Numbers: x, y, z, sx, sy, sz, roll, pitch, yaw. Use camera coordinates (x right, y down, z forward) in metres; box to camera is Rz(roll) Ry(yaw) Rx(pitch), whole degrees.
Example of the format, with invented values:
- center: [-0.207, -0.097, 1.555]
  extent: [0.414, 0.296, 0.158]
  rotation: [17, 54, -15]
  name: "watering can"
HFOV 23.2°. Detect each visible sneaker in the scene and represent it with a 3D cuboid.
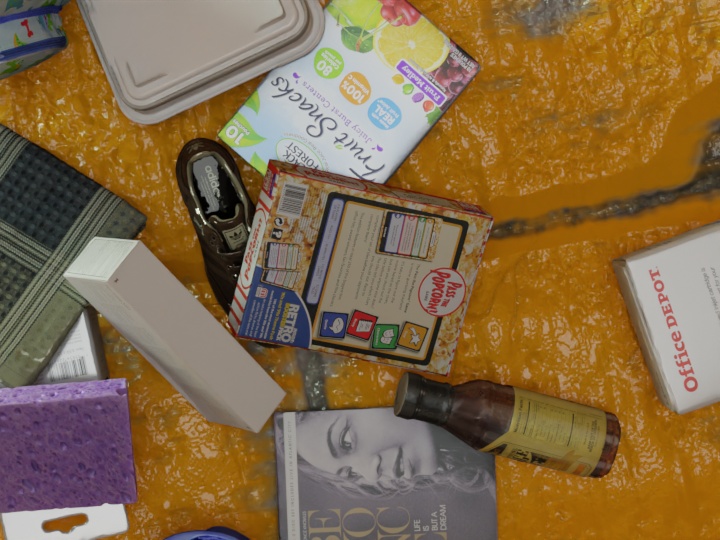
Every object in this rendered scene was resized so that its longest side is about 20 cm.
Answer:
- center: [-0.113, -0.021, 1.543]
  extent: [0.070, 0.076, 0.201]
  rotation: [-26, 92, -1]
  name: "sneaker"

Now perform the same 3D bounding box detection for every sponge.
- center: [-0.290, 0.151, 1.477]
  extent: [0.199, 0.030, 0.112]
  rotation: [-4, 118, -2]
  name: "sponge"

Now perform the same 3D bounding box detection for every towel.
- center: [-0.313, -0.014, 1.523]
  extent: [0.192, 0.035, 0.200]
  rotation: [31, 72, 10]
  name: "towel"

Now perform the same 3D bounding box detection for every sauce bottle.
- center: [0.128, 0.133, 1.549]
  extent: [0.199, 0.066, 0.066]
  rotation: [15, 91, -8]
  name: "sauce bottle"

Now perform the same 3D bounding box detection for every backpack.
- center: [-0.334, -0.228, 1.466]
  extent: [0.182, 0.200, 0.148]
  rotation: [-18, 92, 1]
  name: "backpack"

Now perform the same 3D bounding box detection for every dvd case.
- center: [0.024, 0.197, 1.583]
  extent: [0.199, 0.016, 0.149]
  rotation: [-2, 92, -1]
  name: "dvd case"

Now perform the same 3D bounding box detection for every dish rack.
- center: [-0.147, -0.238, 1.527]
  extent: [0.199, 0.044, 0.172]
  rotation: [-25, 80, 7]
  name: "dish rack"

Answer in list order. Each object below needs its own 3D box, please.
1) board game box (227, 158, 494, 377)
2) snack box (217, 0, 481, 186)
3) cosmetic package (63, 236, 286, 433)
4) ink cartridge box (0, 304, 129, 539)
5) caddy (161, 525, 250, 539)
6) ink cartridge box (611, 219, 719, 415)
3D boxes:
- center: [0.000, 0.000, 1.523]
  extent: [0.199, 0.046, 0.152]
  rotation: [12, 102, -18]
  name: "board game box"
- center: [-0.009, -0.149, 1.553]
  extent: [0.142, 0.053, 0.200]
  rotation: [41, 91, -1]
  name: "snack box"
- center: [-0.156, 0.055, 1.499]
  extent: [0.051, 0.082, 0.200]
  rotation: [-52, 120, -19]
  name: "cosmetic package"
- center: [-0.273, 0.140, 1.548]
  extent: [0.115, 0.067, 0.201]
  rotation: [-11, 91, -2]
  name: "ink cartridge box"
- center: [-0.123, 0.319, 1.537]
  extent: [0.141, 0.105, 0.200]
  rotation: [-32, 93, 1]
  name: "caddy"
- center: [0.340, 0.025, 1.552]
  extent: [0.199, 0.084, 0.145]
  rotation: [-20, 92, -1]
  name: "ink cartridge box"
